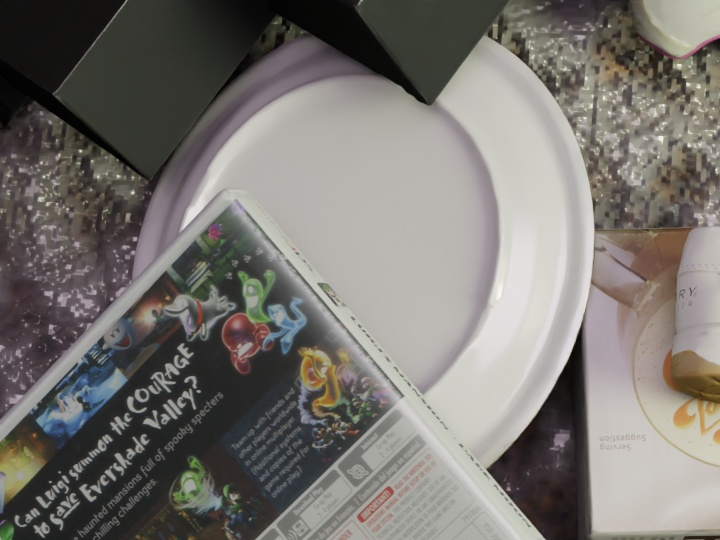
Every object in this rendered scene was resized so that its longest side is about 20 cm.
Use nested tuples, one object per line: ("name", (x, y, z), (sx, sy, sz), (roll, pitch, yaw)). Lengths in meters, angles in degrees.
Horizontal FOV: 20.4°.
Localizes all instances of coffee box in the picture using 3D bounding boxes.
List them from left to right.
("coffee box", (0.179, 0.045, 0.732), (0.199, 0.080, 0.115), (-1, 74, 3))

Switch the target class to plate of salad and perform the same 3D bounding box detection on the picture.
("plate of salad", (0.000, 0.000, 0.762), (0.200, 0.048, 0.201), (-9, 71, 28))

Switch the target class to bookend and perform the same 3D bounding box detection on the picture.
("bookend", (-0.042, -0.110, 0.744), (0.200, 0.092, 0.199), (33, 84, 31))

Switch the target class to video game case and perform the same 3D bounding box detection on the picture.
("video game case", (-0.056, 0.103, 0.725), (0.200, 0.023, 0.182), (-45, 76, 15))

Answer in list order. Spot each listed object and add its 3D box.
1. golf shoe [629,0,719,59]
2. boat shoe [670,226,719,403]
("golf shoe", (0.192, -0.132, 0.792), (0.199, 0.092, 0.075), (-5, 36, -16))
("boat shoe", (0.204, 0.008, 0.662), (0.199, 0.071, 0.070), (1, 75, 5))
